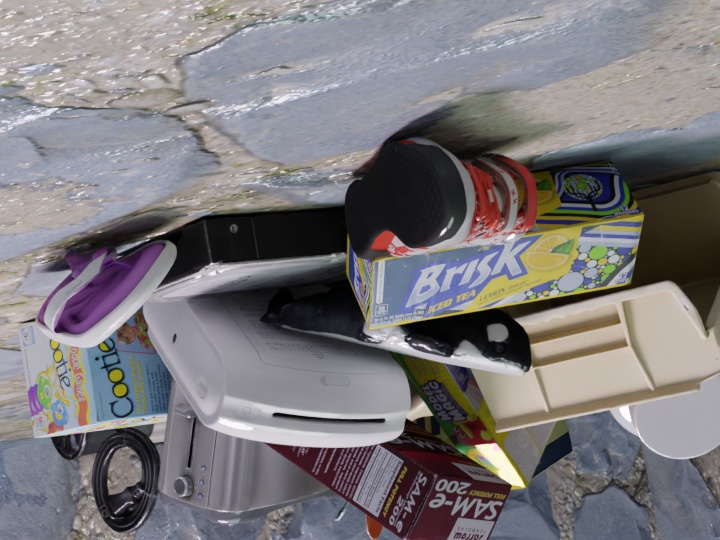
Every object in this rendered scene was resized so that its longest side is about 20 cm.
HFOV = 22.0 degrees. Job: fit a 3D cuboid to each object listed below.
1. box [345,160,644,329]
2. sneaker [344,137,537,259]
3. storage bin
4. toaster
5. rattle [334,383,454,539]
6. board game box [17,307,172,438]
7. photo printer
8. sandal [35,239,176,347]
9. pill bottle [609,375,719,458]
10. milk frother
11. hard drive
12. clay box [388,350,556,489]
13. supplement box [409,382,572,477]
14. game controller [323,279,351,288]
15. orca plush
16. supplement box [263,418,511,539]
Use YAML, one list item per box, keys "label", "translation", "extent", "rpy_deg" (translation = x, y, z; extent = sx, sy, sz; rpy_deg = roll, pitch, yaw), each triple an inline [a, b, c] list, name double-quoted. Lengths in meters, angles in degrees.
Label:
- label: "box"
  translation: [0.093, -0.019, 1.302]
  extent: [0.199, 0.064, 0.070]
  rpy_deg: [-10, 134, -14]
- label: "sneaker"
  translation: [0.064, -0.048, 1.136]
  extent: [0.108, 0.067, 0.201]
  rpy_deg: [-10, 177, -15]
- label: "storage bin"
  translation: [0.197, 0.021, 1.442]
  extent: [0.198, 0.094, 0.200]
  rpy_deg: [-15, -161, 27]
- label: "toaster"
  translation: [-0.083, 0.136, 1.610]
  extent: [0.113, 0.130, 0.200]
  rpy_deg: [13, -165, 41]
- label: "rattle"
  translation: [0.039, 0.125, 1.637]
  extent: [0.130, 0.143, 0.200]
  rpy_deg: [-8, 148, -34]
- label: "board game box"
  translation: [-0.190, 0.084, 1.664]
  extent: [0.200, 0.105, 0.103]
  rpy_deg: [-3, 171, -44]
- label: "photo printer"
  translation: [-0.062, 0.069, 1.411]
  extent: [0.166, 0.070, 0.200]
  rpy_deg: [6, -159, -27]
- label: "sandal"
  translation: [-0.191, 0.013, 1.285]
  extent: [0.050, 0.083, 0.202]
  rpy_deg: [39, 154, -18]
- label: "pill bottle"
  translation: [0.252, 0.073, 1.563]
  extent: [0.112, 0.113, 0.200]
  rpy_deg: [-10, -155, 0]
- label: "milk frother"
  translation: [-0.192, 0.153, 1.834]
  extent: [0.188, 0.201, 0.180]
  rpy_deg: [-7, 168, -30]
- label: "hard drive"
  translation: [-0.063, -0.011, 1.358]
  extent: [0.200, 0.038, 0.140]
  rpy_deg: [-6, 172, -38]
- label: "clay box"
  translation: [0.090, 0.068, 1.497]
  extent: [0.048, 0.200, 0.115]
  rpy_deg: [-14, -148, 38]
- label: "supplement box"
  translation: [0.095, 0.102, 1.752]
  extent: [0.134, 0.200, 0.200]
  rpy_deg: [-13, 180, 21]
- label: "game controller"
  translation: [0.000, 0.000, 1.585]
  extent: [0.199, 0.042, 0.104]
  rpy_deg: [-7, -173, -25]
- label: "orca plush"
  translation: [0.031, 0.024, 1.360]
  extent: [0.199, 0.071, 0.105]
  rpy_deg: [9, 173, 25]
- label: "supplement box"
  translation: [0.010, 0.147, 1.477]
  extent: [0.200, 0.061, 0.109]
  rpy_deg: [30, -170, 38]
